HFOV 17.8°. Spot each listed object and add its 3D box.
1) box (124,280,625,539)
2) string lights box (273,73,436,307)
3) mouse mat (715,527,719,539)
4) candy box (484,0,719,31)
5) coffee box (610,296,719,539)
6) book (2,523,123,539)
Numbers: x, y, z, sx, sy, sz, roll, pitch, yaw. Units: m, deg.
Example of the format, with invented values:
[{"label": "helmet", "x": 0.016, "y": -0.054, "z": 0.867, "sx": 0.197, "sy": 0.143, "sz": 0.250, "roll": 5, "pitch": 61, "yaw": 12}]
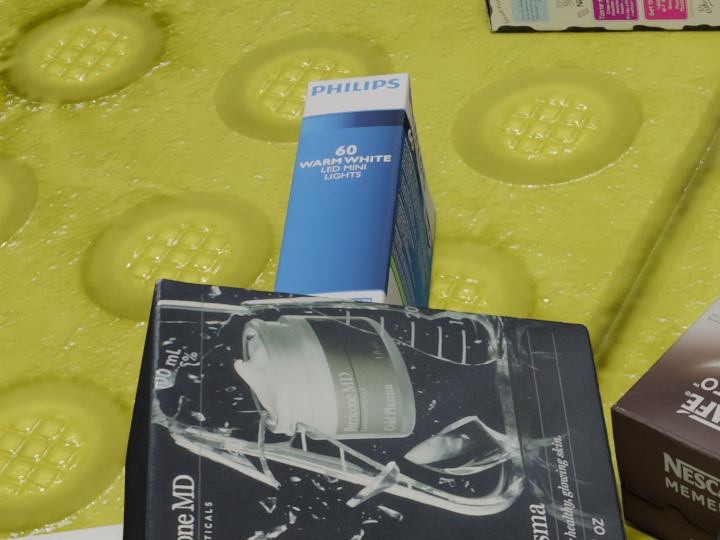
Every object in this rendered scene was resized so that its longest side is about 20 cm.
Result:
[{"label": "box", "x": 0.001, "y": 0.120, "z": 0.963, "sx": 0.196, "sy": 0.124, "sz": 0.200, "roll": 5, "pitch": 40, "yaw": -8}, {"label": "string lights box", "x": 0.000, "y": 0.000, "z": 1.172, "sx": 0.059, "sy": 0.103, "sz": 0.200, "roll": -5, "pitch": 40, "yaw": 10}, {"label": "mouse mat", "x": 0.246, "y": 0.079, "z": 0.977, "sx": 0.160, "sy": 0.008, "sz": 0.200, "roll": 14, "pitch": 50, "yaw": 14}, {"label": "candy box", "x": 0.182, "y": -0.209, "z": 1.400, "sx": 0.199, "sy": 0.061, "sz": 0.137, "roll": 0, "pitch": 42, "yaw": 16}, {"label": "coffee box", "x": 0.221, "y": 0.052, "z": 1.071, "sx": 0.113, "sy": 0.080, "sz": 0.200, "roll": 25, "pitch": 53, "yaw": 34}, {"label": "book", "x": -0.149, "y": 0.178, "z": 1.055, "sx": 0.199, "sy": 0.048, "sz": 0.134, "roll": -9, "pitch": 39, "yaw": 9}]
